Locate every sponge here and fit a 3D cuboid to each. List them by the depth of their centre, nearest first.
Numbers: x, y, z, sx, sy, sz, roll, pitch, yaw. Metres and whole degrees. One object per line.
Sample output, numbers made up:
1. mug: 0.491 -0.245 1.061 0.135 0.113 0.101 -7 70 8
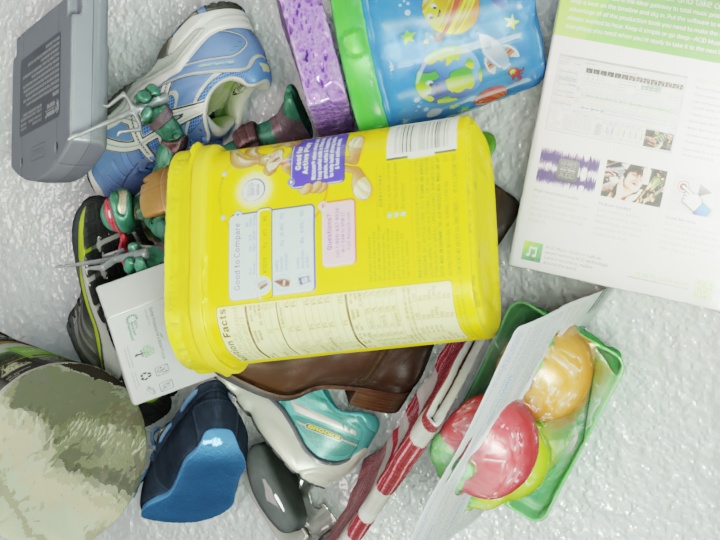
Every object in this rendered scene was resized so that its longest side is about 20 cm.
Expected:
1. sponge: -0.033 -0.148 0.961 0.030 0.200 0.112 -17 84 0

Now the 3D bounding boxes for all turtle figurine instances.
1. turtle figurine: -0.132 -0.065 1.035 0.199 0.101 0.150 -16 72 11

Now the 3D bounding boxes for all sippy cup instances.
1. sippy cup: 0.054 -0.160 0.932 0.130 0.178 0.140 -12 70 6

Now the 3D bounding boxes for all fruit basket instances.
1. fruit basket: 0.090 0.095 0.895 0.094 0.200 0.186 33 111 24

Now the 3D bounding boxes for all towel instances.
1. towel: 0.025 0.122 0.948 0.023 0.144 0.200 32 128 2

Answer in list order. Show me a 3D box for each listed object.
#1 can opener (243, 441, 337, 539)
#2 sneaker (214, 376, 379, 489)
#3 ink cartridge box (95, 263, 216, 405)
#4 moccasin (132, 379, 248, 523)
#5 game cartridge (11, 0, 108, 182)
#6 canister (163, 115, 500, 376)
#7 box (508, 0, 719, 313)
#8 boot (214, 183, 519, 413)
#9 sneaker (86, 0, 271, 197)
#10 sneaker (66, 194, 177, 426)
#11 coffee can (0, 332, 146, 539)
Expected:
1. can opener: -0.032 0.223 1.064 0.053 0.066 0.200 -41 75 21
2. sneaker: -0.063 0.077 1.077 0.080 0.078 0.200 -43 69 0
3. ink cartridge box: -0.084 0.023 1.010 0.100 0.199 0.039 84 163 -45
4. moccasin: -0.124 0.145 1.089 0.200 0.080 0.068 132 138 -54
5. game cartridge: -0.244 -0.138 1.123 0.200 0.040 0.134 -3 82 64
6. canister: -0.017 -0.016 0.888 0.199 0.087 0.149 -7 71 17
7. box: 0.185 -0.085 0.899 0.144 0.036 0.201 13 103 15
8. boot: 0.000 0.000 0.966 0.200 0.186 0.064 -61 38 25
9. sneaker: -0.147 -0.117 1.097 0.200 0.076 0.077 -47 66 27
10. sneaker: -0.208 0.032 1.129 0.081 0.074 0.201 17 123 37
11. coffee can: -0.284 0.131 1.127 0.200 0.146 0.147 10 100 52
